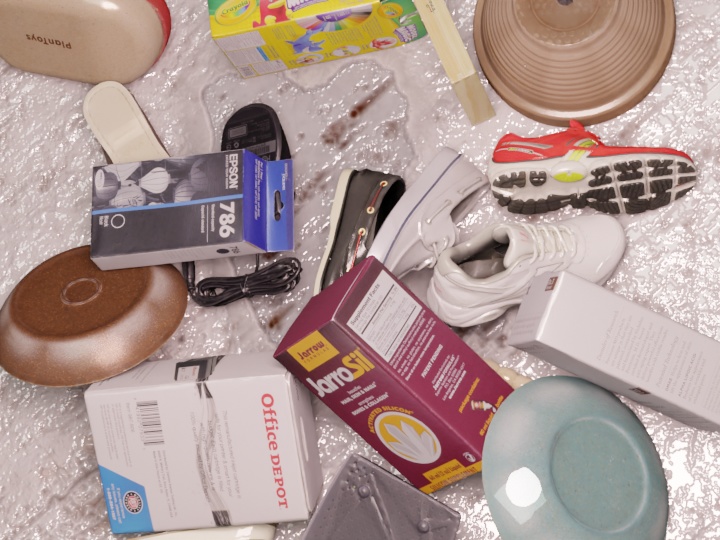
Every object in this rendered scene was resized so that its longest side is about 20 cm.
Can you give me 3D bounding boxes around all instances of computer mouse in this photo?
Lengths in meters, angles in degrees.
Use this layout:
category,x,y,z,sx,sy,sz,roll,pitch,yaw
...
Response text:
category,x,y,z,sx,sy,sz,roll,pitch,yaw
computer mouse,-0.120,-0.058,1.703,0.139,0.046,0.202,-18,70,26

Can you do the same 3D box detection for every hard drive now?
category,x,y,z,sx,sy,sz,roll,pitch,yaw
hard drive,0.005,0.283,1.570,0.134,0.042,0.202,27,100,18

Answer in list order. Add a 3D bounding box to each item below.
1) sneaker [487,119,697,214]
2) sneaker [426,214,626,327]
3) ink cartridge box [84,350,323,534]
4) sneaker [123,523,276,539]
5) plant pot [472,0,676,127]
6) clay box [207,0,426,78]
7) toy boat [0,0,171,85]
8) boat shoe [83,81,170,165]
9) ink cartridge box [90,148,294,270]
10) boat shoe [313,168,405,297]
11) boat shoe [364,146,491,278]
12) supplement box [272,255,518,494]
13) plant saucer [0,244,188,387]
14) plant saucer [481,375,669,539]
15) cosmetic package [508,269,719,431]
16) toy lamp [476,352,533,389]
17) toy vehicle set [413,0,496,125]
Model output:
category,x,y,z,sx,sy,sz,roll,pitch,yaw
sneaker,0.220,-0.108,1.618,0.197,0.077,0.086,1,51,4
sneaker,0.159,-0.011,1.581,0.198,0.100,0.078,-20,63,-9
ink cartridge box,-0.144,0.161,1.604,0.197,0.084,0.146,-5,106,12
sneaker,-0.172,0.297,1.614,0.198,0.067,0.091,-11,70,7
plant pot,0.203,-0.248,1.642,0.198,0.093,0.203,-3,76,11
clay box,-0.040,-0.249,1.687,0.198,0.115,0.048,-11,74,9
toy boat,-0.286,-0.277,1.762,0.198,0.131,0.131,12,51,15
boat shoe,-0.218,-0.096,1.722,0.071,0.060,0.201,-29,73,2
ink cartridge box,-0.163,-0.061,1.646,0.197,0.039,0.101,-6,69,9
boat shoe,-0.001,-0.001,1.641,0.062,0.074,0.204,5,74,22
boat shoe,0.063,-0.039,1.604,0.065,0.074,0.201,30,56,9
supplement box,0.035,0.097,1.537,0.200,0.110,0.086,43,52,-11
plant saucer,-0.268,0.032,1.657,0.198,0.037,0.201,-9,38,7
plant saucer,0.202,0.185,1.508,0.199,0.039,0.203,11,65,-24
cosmetic package,0.240,0.072,1.517,0.198,0.102,0.075,23,82,-7
toy lamp,0.110,0.088,1.606,0.198,0.058,0.059,26,84,14
toy vehicle set,0.072,-0.250,1.656,0.026,0.124,0.202,-25,73,6
